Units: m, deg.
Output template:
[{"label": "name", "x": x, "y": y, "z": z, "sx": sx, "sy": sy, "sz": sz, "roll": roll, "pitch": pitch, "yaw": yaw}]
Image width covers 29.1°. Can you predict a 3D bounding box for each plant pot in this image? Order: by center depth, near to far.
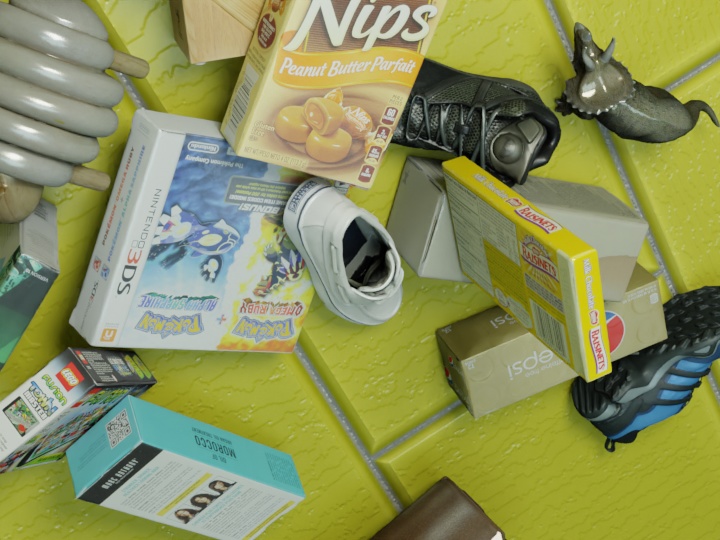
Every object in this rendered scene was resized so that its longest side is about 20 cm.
[{"label": "plant pot", "x": 0.063, "y": 0.312, "z": 1.279, "sx": 0.198, "sy": 0.200, "sz": 0.200, "roll": -43, "pitch": 121, "yaw": -5}]

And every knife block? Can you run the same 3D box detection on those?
[{"label": "knife block", "x": -0.094, "y": -0.248, "z": 1.016, "sx": 0.199, "sy": 0.064, "sz": 0.176, "roll": -11, "pitch": 118, "yaw": -15}]

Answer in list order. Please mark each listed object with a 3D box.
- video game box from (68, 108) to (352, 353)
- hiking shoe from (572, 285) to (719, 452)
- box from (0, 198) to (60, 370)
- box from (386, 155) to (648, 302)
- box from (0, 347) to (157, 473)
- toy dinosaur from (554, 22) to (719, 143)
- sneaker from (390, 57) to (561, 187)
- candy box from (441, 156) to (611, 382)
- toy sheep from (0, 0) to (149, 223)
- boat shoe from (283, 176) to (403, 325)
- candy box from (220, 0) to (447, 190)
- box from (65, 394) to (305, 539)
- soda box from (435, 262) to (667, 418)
[{"label": "video game box", "x": -0.112, "y": -0.024, "z": 1.099, "sx": 0.199, "sy": 0.047, "sz": 0.183, "roll": 4, "pitch": 116, "yaw": -40}, {"label": "hiking shoe", "x": 0.298, "y": 0.089, "z": 1.326, "sx": 0.200, "sy": 0.075, "sz": 0.087, "roll": -34, "pitch": 129, "yaw": 9}, {"label": "box", "x": -0.289, "y": 0.049, "z": 1.040, "sx": 0.036, "sy": 0.144, "sz": 0.200, "roll": 28, "pitch": 102, "yaw": -21}, {"label": "box", "x": 0.132, "y": -0.035, "z": 1.186, "sx": 0.199, "sy": 0.095, "sz": 0.078, "roll": 8, "pitch": 112, "yaw": -22}, {"label": "box", "x": -0.230, "y": 0.107, "z": 1.070, "sx": 0.110, "sy": 0.200, "sz": 0.035, "roll": -38, "pitch": 84, "yaw": 1}, {"label": "toy dinosaur", "x": 0.228, "y": -0.137, "z": 1.166, "sx": 0.200, "sy": 0.102, "sz": 0.077, "roll": 27, "pitch": 103, "yaw": -28}, {"label": "sneaker", "x": 0.074, "y": -0.121, "z": 1.112, "sx": 0.199, "sy": 0.114, "sz": 0.077, "roll": 7, "pitch": 110, "yaw": -21}, {"label": "candy box", "x": 0.120, "y": -0.006, "z": 1.025, "sx": 0.026, "sy": 0.200, "sz": 0.103, "roll": -19, "pitch": 120, "yaw": -16}, {"label": "toy sheep", "x": -0.229, "y": -0.130, "z": 0.991, "sx": 0.137, "sy": 0.138, "sz": 0.201, "roll": 16, "pitch": 94, "yaw": -26}, {"label": "boat shoe", "x": 0.000, "y": 0.000, "z": 1.130, "sx": 0.074, "sy": 0.065, "sz": 0.200, "roll": -54, "pitch": 148, "yaw": -7}, {"label": "candy box", "x": -0.014, "y": -0.169, "z": 1.014, "sx": 0.115, "sy": 0.055, "sz": 0.201, "roll": 12, "pitch": 113, "yaw": -28}, {"label": "box", "x": -0.144, "y": 0.173, "z": 1.169, "sx": 0.082, "sy": 0.049, "sz": 0.200, "roll": -40, "pitch": 139, "yaw": 19}, {"label": "soda box", "x": 0.174, "y": 0.058, "z": 1.262, "sx": 0.199, "sy": 0.064, "sz": 0.068, "roll": -22, "pitch": 120, "yaw": -10}]
